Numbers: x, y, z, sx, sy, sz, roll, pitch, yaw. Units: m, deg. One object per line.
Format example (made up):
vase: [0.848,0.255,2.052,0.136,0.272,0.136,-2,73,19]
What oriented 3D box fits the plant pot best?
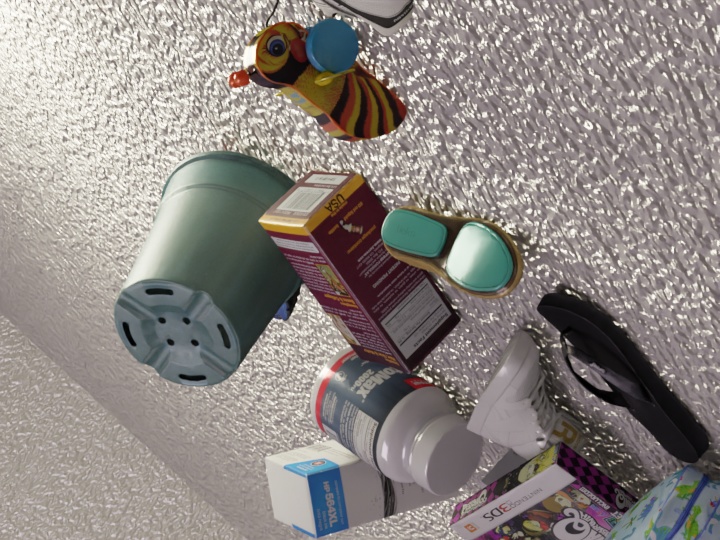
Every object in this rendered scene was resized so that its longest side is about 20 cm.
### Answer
plant pot: [-0.164,0.008,1.849,0.198,0.197,0.202,13,133,14]

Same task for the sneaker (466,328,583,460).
sneaker: [0.178,0.133,1.687,0.115,0.074,0.200,29,157,8]

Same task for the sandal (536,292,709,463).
sandal: [0.230,0.098,1.507,0.200,0.043,0.076,47,163,1]

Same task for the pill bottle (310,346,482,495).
pill bottle: [0.045,0.178,1.989,0.199,0.120,0.120,29,156,42]

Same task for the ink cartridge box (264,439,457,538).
ink cartridge box: [0.001,0.257,2.106,0.146,0.198,0.085,-175,75,-67]

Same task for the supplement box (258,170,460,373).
supplement box: [0.000,0.000,1.759,0.201,0.086,0.110,54,161,-22]

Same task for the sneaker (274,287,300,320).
sneaker: [-0.127,-0.025,1.988,0.078,0.076,0.201,-8,123,26]

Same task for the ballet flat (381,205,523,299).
ballet flat: [0.098,-0.017,1.564,0.063,0.069,0.199,24,-177,-39]

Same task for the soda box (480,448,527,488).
soda box: [0.228,0.282,1.880,0.199,0.064,0.068,35,160,31]

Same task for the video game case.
video game case: [0.220,0.273,1.733,0.199,0.036,0.181,37,137,-14]

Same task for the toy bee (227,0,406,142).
toy bee: [-0.059,-0.176,1.477,0.200,0.109,0.131,45,164,6]

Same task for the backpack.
backpack: [0.286,0.267,1.550,0.154,0.163,0.199,55,143,-8]

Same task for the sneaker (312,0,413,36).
sneaker: [-0.039,-0.242,1.338,0.199,0.076,0.088,34,159,36]
